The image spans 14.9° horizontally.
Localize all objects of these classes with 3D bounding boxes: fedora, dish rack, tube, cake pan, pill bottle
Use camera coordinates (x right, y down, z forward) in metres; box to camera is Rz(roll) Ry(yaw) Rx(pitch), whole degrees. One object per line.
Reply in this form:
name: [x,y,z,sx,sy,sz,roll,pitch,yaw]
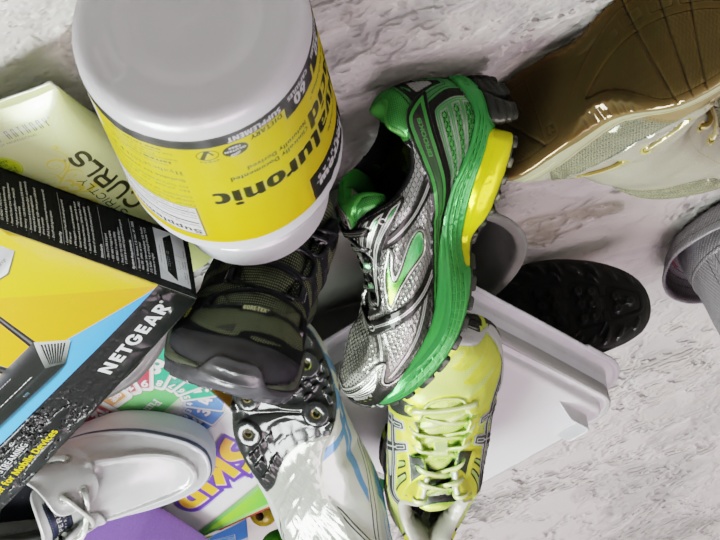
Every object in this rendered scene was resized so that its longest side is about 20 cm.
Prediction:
fedora: [0.298,0.006,1.818,0.200,0.090,0.177,3,150,-41]
dish rack: [0.052,0.086,1.730,0.172,0.044,0.200,-31,141,29]
tube: [-0.140,-0.049,1.424,0.058,0.052,0.200,-53,148,1]
cake pan: [0.000,0.000,1.649,0.200,0.037,0.200,-16,157,-7]
pill bottle: [-0.067,-0.077,1.332,0.111,0.111,0.200,-18,158,-1]

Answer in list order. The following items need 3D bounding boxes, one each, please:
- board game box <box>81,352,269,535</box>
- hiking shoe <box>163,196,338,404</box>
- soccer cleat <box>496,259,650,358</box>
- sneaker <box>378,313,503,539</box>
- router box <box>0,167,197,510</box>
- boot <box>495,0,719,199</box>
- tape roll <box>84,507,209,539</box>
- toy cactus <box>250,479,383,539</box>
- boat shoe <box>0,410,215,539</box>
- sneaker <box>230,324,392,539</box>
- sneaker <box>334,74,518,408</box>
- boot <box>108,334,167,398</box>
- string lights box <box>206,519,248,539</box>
board game box: [-0.114,0.097,1.688,0.095,0.030,0.200,-26,132,24]
hiking shoe: [-0.054,0.000,1.456,0.076,0.200,0.101,13,109,0]
soccer cleat: [0.088,0.043,1.782,0.200,0.068,0.073,-14,161,-1]
sneaker: [0.051,0.096,1.638,0.075,0.076,0.200,-6,145,-4]
router box: [-0.202,0.036,1.435,0.149,0.051,0.200,20,129,-31]
boot: [0.183,-0.098,1.525,0.200,0.072,0.155,-29,155,36]
tape roll: [-0.175,0.195,1.781,0.200,0.066,0.200,21,158,9]
toy cactus: [-0.007,0.150,1.947,0.165,0.102,0.200,-33,158,-14]
boat shoe: [-0.183,0.138,1.650,0.200,0.065,0.074,-12,126,1]
sneaker: [-0.028,0.111,1.664,0.072,0.072,0.200,-6,117,16]
sneaker: [0.017,-0.018,1.518,0.085,0.078,0.200,3,114,-26]
boot: [-0.210,0.027,1.512,0.200,0.069,0.174,-46,135,15]
string lights box: [-0.132,0.139,1.836,0.103,0.059,0.200,-14,156,-6]
